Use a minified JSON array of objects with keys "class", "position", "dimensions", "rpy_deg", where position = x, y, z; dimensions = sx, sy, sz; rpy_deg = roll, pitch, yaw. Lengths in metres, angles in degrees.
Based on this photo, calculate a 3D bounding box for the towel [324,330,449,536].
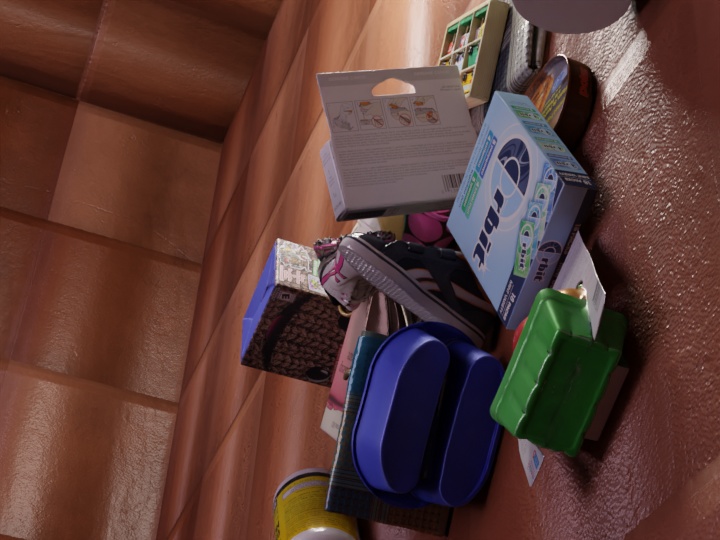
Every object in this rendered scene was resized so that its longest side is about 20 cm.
[{"class":"towel","position":[0.046,0.179,1.449],"dimensions":[0.022,0.145,0.203],"rpy_deg":[154,129,-74]}]

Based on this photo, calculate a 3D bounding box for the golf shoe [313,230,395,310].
[{"class":"golf shoe","position":[0.000,0.000,1.568],"dimensions":[0.200,0.072,0.093],"rpy_deg":[174,87,-74]}]

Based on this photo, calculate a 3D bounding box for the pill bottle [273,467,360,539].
[{"class":"pill bottle","position":[-0.055,0.357,1.718],"dimensions":[0.200,0.111,0.113],"rpy_deg":[-105,33,-64]}]

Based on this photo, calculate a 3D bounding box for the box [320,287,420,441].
[{"class":"box","position":[0.037,0.122,1.620],"dimensions":[0.128,0.108,0.202],"rpy_deg":[-170,96,-75]}]

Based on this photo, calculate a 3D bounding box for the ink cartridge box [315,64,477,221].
[{"class":"ink cartridge box","position":[0.046,-0.156,1.595],"dimensions":[0.044,0.198,0.176],"rpy_deg":[135,125,-62]}]

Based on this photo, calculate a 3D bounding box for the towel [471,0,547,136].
[{"class":"towel","position":[0.190,-0.285,1.642],"dimensions":[0.193,0.034,0.202],"rpy_deg":[128,152,-64]}]

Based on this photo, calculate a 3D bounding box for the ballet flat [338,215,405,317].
[{"class":"ballet flat","position":[0.012,-0.020,1.676],"dimensions":[0.069,0.062,0.202],"rpy_deg":[42,134,41]}]

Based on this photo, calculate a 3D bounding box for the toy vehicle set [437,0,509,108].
[{"class":"toy vehicle set","position":[0.139,-0.274,1.720],"dimensions":[0.200,0.026,0.126],"rpy_deg":[-177,100,-78]}]

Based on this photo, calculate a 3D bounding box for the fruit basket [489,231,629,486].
[{"class":"fruit basket","position":[0.183,0.076,1.201],"dimensions":[0.200,0.093,0.187],"rpy_deg":[-67,-3,-74]}]

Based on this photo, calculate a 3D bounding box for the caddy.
[{"class":"caddy","position":[0.071,0.155,1.392],"dimensions":[0.105,0.140,0.202],"rpy_deg":[-176,102,-72]}]

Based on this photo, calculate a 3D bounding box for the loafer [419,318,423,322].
[{"class":"loafer","position":[0.080,0.124,1.539],"dimensions":[0.063,0.071,0.203],"rpy_deg":[170,112,-78]}]

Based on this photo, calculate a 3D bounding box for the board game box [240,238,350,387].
[{"class":"board game box","position":[-0.049,0.069,1.826],"dimensions":[0.097,0.198,0.160],"rpy_deg":[-93,23,-50]}]

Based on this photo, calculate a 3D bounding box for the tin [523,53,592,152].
[{"class":"tin","position":[0.195,-0.149,1.444],"dimensions":[0.200,0.041,0.113],"rpy_deg":[125,160,-52]}]

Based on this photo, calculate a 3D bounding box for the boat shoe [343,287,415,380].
[{"class":"boat shoe","position":[0.019,0.114,1.492],"dimensions":[0.074,0.074,0.205],"rpy_deg":[-21,67,54]}]

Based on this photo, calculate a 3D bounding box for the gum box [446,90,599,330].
[{"class":"gum box","position":[0.162,-0.064,1.370],"dimensions":[0.201,0.044,0.171],"rpy_deg":[-115,37,-52]}]

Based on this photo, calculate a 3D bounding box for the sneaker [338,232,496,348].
[{"class":"sneaker","position":[0.069,0.003,1.453],"dimensions":[0.080,0.199,0.078],"rpy_deg":[-58,20,-12]}]

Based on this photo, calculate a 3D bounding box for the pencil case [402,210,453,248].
[{"class":"pencil case","position":[0.067,-0.048,1.714],"dimensions":[0.200,0.093,0.091],"rpy_deg":[-55,12,49]}]

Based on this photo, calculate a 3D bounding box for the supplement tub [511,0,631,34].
[{"class":"supplement tub","position":[0.221,-0.360,1.349],"dimensions":[0.145,0.143,0.202],"rpy_deg":[130,152,-58]}]
